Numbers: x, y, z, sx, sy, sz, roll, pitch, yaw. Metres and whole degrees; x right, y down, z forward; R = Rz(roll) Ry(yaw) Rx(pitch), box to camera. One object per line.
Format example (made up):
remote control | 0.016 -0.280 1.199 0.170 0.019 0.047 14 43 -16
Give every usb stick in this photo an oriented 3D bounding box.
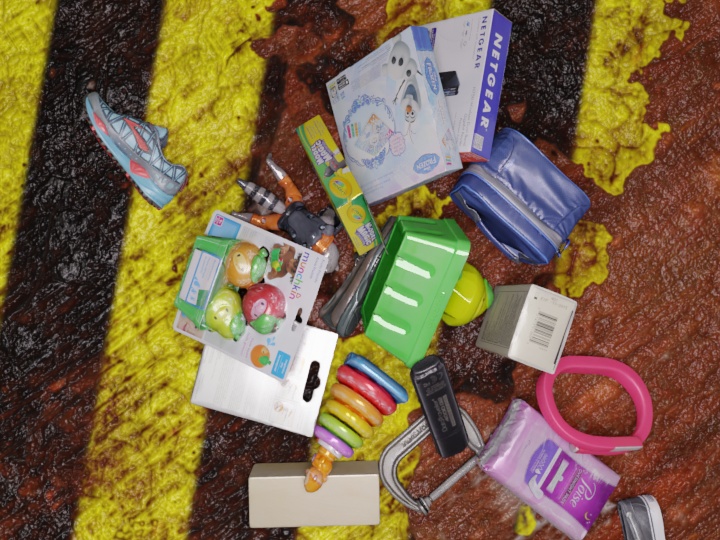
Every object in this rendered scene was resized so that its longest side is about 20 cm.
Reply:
usb stick | 0.116 0.201 1.011 0.054 0.033 0.203 -24 128 -4

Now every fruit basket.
fruit basket | 0.117 0.035 1.022 0.208 0.156 0.222 -1 110 -4
fruit basket | -0.162 0.034 0.988 0.196 0.093 0.190 23 94 22

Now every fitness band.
fitness band | 0.357 0.203 1.055 0.194 0.038 0.147 6 57 -17

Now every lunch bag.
lunch bag | 0.236 -0.095 1.048 0.199 0.136 0.133 41 88 -1

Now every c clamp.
c clamp | 0.133 0.305 1.086 0.197 0.027 0.173 -33 90 -3

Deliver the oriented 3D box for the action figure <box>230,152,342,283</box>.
action figure | -0.116 -0.051 1.054 0.192 0.105 0.202 36 84 10

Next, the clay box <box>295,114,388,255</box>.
clay box | -0.026 -0.114 0.999 0.047 0.116 0.203 -27 54 1

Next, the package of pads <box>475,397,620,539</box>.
package of pads | 0.282 0.302 1.058 0.198 0.076 0.122 38 84 -7

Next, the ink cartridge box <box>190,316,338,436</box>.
ink cartridge box | -0.148 0.148 1.073 0.194 0.057 0.168 16 87 -5

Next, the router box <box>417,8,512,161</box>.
router box | 0.126 -0.267 1.035 0.048 0.177 0.207 12 87 -41

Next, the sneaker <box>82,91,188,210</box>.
sneaker | -0.342 -0.197 1.071 0.095 0.079 0.202 -39 98 -12

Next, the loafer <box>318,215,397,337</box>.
loafer | 0.000 0.000 1.072 0.062 0.072 0.204 28 90 20

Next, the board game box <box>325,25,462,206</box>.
board game box | 0.044 -0.217 1.025 0.043 0.197 0.205 -12 87 -41

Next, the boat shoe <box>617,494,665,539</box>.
boat shoe | 0.436 0.454 1.070 0.066 0.072 0.207 -7 86 -4

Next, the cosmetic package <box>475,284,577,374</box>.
cosmetic package | 0.234 0.080 1.010 0.069 0.200 0.108 20 89 -2

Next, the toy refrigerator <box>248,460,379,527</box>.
toy refrigerator | -0.069 0.338 1.059 0.193 0.070 0.079 -2 93 -1

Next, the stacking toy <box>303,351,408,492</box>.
stacking toy | -0.026 0.233 1.022 0.108 0.116 0.202 34 76 -1
